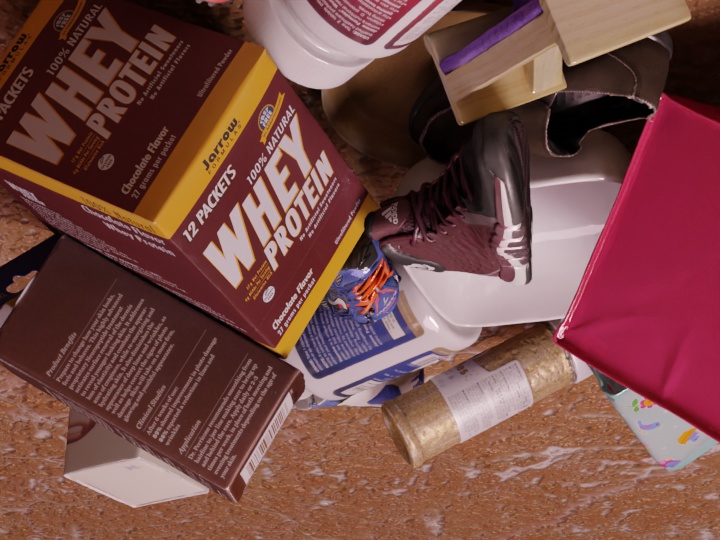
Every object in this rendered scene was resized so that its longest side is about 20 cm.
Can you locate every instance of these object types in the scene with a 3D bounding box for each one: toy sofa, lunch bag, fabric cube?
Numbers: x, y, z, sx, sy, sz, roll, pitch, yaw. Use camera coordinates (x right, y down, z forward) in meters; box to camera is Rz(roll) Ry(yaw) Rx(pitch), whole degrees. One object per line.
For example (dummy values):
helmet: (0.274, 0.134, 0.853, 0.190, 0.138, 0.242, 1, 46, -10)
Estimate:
toy sofa: (0.106, -0.159, 0.943, 0.083, 0.098, 0.200, -22, -179, -16)
lunch bag: (0.303, 0.060, 1.379, 0.200, 0.122, 0.170, -34, 139, 6)
fabric cube: (0.293, 0.011, 1.100, 0.199, 0.197, 0.200, 5, -158, -48)

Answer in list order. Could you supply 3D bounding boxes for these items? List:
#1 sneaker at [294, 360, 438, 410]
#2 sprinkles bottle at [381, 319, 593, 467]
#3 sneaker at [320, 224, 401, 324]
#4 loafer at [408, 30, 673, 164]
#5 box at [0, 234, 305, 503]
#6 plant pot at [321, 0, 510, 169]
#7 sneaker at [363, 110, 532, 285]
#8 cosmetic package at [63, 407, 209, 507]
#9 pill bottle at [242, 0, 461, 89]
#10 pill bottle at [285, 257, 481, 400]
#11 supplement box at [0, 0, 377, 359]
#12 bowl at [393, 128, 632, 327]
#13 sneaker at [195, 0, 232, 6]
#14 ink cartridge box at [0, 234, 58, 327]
sneaker: (0.033, 0.075, 1.478, 0.199, 0.081, 0.115, -30, 153, 32)
sprinkles bottle: (0.119, 0.106, 1.440, 0.200, 0.068, 0.068, -27, 152, -10)
sneaker: (0.000, 0.000, 1.207, 0.078, 0.075, 0.200, 40, 174, -1)
loafer: (0.119, -0.112, 1.081, 0.200, 0.072, 0.073, -20, 145, 32)
box: (-0.149, 0.071, 1.111, 0.200, 0.100, 0.075, 30, 166, 8)
plant pot: (0.071, -0.134, 1.143, 0.199, 0.028, 0.200, 1, 150, 1)
sneaker: (0.056, -0.040, 1.056, 0.115, 0.076, 0.200, 1, 155, 8)
cosmetic package: (-0.189, 0.093, 1.377, 0.087, 0.201, 0.103, -16, 147, 27)
pill bottle: (0.017, -0.197, 0.948, 0.109, 0.110, 0.200, 19, 146, -29)
pill bottle: (-0.003, 0.046, 1.366, 0.200, 0.111, 0.111, -25, 142, 30)
supplement box: (-0.129, -0.068, 1.076, 0.197, 0.133, 0.200, 22, 163, 32)
bowl: (0.133, -0.039, 1.208, 0.199, 0.075, 0.200, -9, 150, 18)
sneaker: (-0.141, -0.236, 0.944, 0.199, 0.070, 0.093, 20, 128, -26)
ink cartridge box: (-0.200, 0.029, 1.253, 0.200, 0.198, 0.047, 30, 115, 8)
